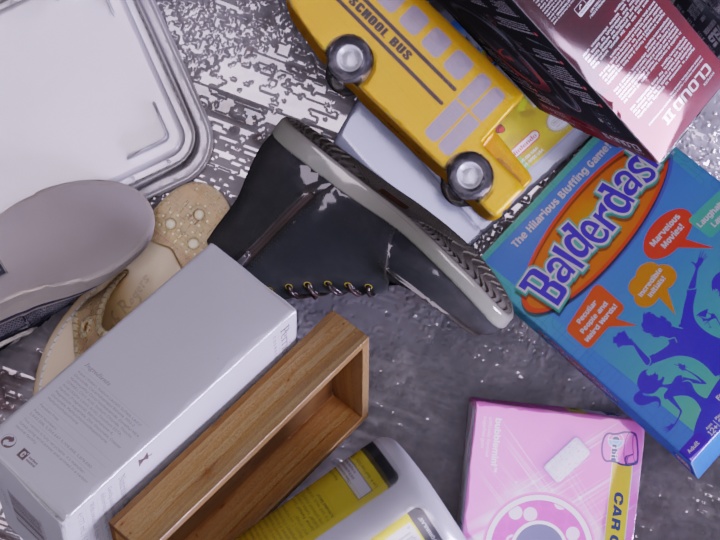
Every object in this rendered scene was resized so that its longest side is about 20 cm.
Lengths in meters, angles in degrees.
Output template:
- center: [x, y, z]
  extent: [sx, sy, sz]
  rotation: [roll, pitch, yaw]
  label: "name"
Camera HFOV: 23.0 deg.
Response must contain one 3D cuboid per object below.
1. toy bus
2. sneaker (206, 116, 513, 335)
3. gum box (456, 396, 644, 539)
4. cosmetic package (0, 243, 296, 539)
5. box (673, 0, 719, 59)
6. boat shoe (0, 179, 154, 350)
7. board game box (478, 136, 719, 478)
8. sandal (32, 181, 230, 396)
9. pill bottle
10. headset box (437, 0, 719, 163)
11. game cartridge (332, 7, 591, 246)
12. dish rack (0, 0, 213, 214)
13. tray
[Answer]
- center: [0.036, -0.123, 1.148]
  extent: [0.200, 0.065, 0.078]
  rotation: [44, 87, 1]
  label: "toy bus"
- center: [0.000, 0.000, 1.156]
  extent: [0.199, 0.075, 0.107]
  rotation: [39, 103, 12]
  label: "sneaker"
- center: [0.119, 0.191, 1.174]
  extent: [0.112, 0.066, 0.202]
  rotation: [6, 88, 0]
  label: "gum box"
- center: [-0.132, 0.092, 1.110]
  extent: [0.081, 0.113, 0.200]
  rotation: [38, 65, 22]
  label: "cosmetic package"
- center: [0.272, -0.198, 1.118]
  extent: [0.157, 0.200, 0.050]
  rotation: [-37, 86, -2]
  label: "box"
- center: [-0.229, 0.010, 1.170]
  extent: [0.198, 0.093, 0.075]
  rotation: [-24, 75, -15]
  label: "boat shoe"
- center: [0.194, 0.010, 1.148]
  extent: [0.152, 0.045, 0.200]
  rotation: [-47, 63, -3]
  label: "board game box"
- center: [-0.157, 0.032, 1.172]
  extent: [0.077, 0.070, 0.213]
  rotation: [33, 89, 0]
  label: "sandal"
- center: [-0.032, 0.202, 1.097]
  extent: [0.199, 0.112, 0.113]
  rotation: [-34, 90, -5]
  label: "pill bottle"
- center: [0.122, -0.157, 1.080]
  extent: [0.075, 0.149, 0.200]
  rotation: [-49, 120, -3]
  label: "headset box"
- center: [0.083, -0.112, 1.197]
  extent: [0.200, 0.040, 0.134]
  rotation: [-42, 86, -2]
  label: "game cartridge"
- center: [-0.215, -0.110, 1.189]
  extent: [0.198, 0.044, 0.173]
  rotation: [-25, 90, 0]
  label: "dish rack"
- center: [-0.073, 0.123, 1.121]
  extent: [0.037, 0.099, 0.200]
  rotation: [35, 62, 22]
  label: "tray"
